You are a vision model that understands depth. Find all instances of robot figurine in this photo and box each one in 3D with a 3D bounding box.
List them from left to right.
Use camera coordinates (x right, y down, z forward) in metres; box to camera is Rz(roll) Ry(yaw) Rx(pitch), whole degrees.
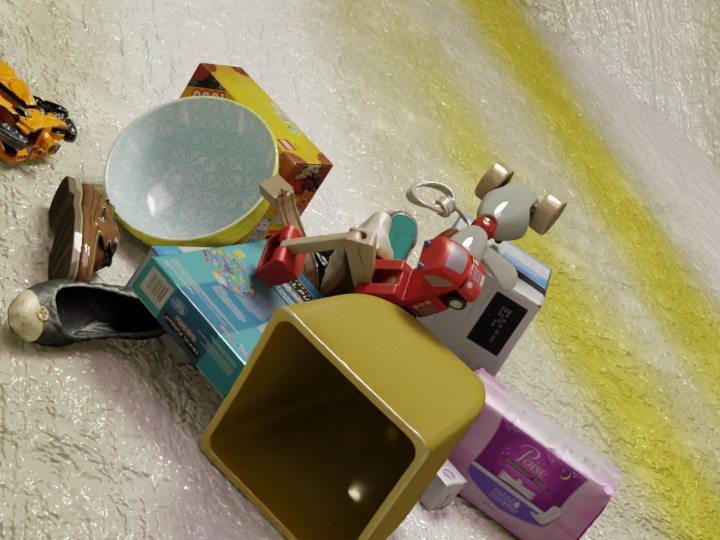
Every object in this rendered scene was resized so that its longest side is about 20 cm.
[{"bbox_3d":[-0.417,-0.190,1.755,0.200,0.058,0.145,41,25,15],"label":"robot figurine"}]

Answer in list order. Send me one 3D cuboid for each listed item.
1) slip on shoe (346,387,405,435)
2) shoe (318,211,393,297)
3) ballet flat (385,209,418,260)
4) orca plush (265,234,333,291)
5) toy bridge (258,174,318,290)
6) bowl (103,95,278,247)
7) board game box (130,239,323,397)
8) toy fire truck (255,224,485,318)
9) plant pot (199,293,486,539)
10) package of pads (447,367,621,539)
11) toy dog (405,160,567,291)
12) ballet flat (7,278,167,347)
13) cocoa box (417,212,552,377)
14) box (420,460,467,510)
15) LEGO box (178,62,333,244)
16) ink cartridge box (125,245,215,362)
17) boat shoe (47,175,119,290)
[{"bbox_3d":[-0.019,0.143,1.643,0.200,0.061,0.074,30,1,19],"label":"slip on shoe"},{"bbox_3d":[0.000,0.000,1.667,0.070,0.200,0.053,16,63,-6],"label":"shoe"},{"bbox_3d":[0.007,0.018,1.835,0.069,0.200,0.071,31,-19,-12],"label":"ballet flat"},{"bbox_3d":[-0.051,-0.016,1.830,0.200,0.071,0.105,27,32,-58],"label":"orca plush"},{"bbox_3d":[-0.073,-0.014,1.681,0.027,0.200,0.067,-29,49,-22],"label":"toy bridge"},{"bbox_3d":[-0.185,-0.090,1.776,0.200,0.200,0.108,49,-15,29],"label":"bowl"},{"bbox_3d":[-0.113,0.044,1.563,0.151,0.047,0.200,48,28,19],"label":"board game box"},{"bbox_3d":[0.009,-0.002,1.548,0.141,0.200,0.049,43,47,-30],"label":"toy fire truck"},{"bbox_3d":[0.006,0.140,1.486,0.194,0.196,0.200,43,33,18],"label":"plant pot"},{"bbox_3d":[0.172,0.212,1.685,0.200,0.121,0.076,36,24,5],"label":"package of pads"},{"bbox_3d":[0.136,-0.038,1.686,0.200,0.096,0.132,-17,54,-37],"label":"toy dog"},{"bbox_3d":[-0.258,0.038,1.514,0.200,0.057,0.067,-2,83,-49],"label":"ballet flat"},{"bbox_3d":[0.112,0.061,1.788,0.133,0.200,0.131,32,24,0],"label":"cocoa box"},{"bbox_3d":[0.034,0.174,1.680,0.039,0.041,0.200,0,41,-52],"label":"box"},{"bbox_3d":[-0.149,-0.133,1.879,0.077,0.149,0.200,-1,42,-52],"label":"LEGO box"},{"bbox_3d":[-0.141,0.035,1.678,0.200,0.068,0.116,0,43,-52],"label":"ink cartridge box"},{"bbox_3d":[-0.284,-0.034,1.620,0.068,0.072,0.200,23,27,-23],"label":"boat shoe"}]
